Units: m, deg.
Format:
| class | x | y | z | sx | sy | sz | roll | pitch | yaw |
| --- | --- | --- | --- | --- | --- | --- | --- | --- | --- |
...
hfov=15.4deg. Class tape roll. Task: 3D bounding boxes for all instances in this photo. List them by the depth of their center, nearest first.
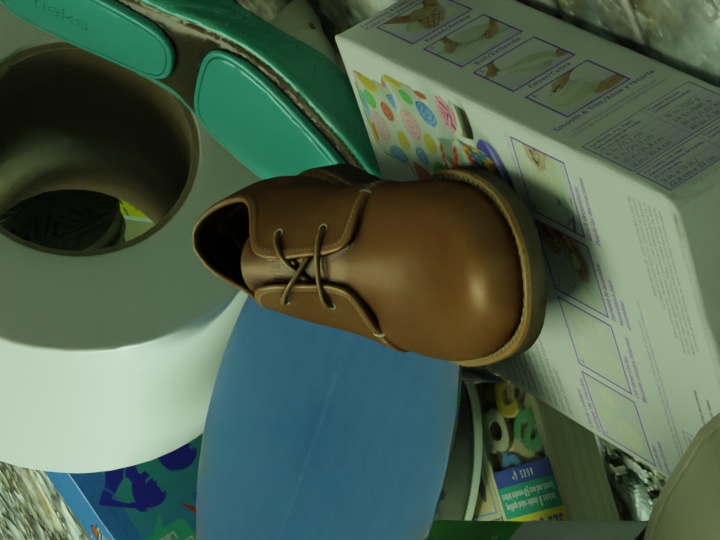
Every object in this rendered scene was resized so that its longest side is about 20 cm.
| class | x | y | z | sx | sy | sz | roll | pitch | yaw |
| --- | --- | --- | --- | --- | --- | --- | --- | --- | --- |
| tape roll | -0.130 | -0.025 | 1.212 | 0.203 | 0.203 | 0.139 | 51 | 160 | 17 |

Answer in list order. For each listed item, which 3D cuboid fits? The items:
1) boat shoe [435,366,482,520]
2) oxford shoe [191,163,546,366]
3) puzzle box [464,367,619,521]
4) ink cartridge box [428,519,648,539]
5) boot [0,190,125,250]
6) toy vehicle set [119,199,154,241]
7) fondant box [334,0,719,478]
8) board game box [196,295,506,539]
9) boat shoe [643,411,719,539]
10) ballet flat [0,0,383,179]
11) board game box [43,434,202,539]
| class | x | y | z | sx | sy | sz | roll | pitch | yaw |
| --- | --- | --- | --- | --- | --- | --- | --- | --- | --- |
| boat shoe | -0.002 | 0.114 | 1.147 | 0.067 | 0.057 | 0.200 | 54 | 141 | 30 |
| oxford shoe | 0.000 | 0.000 | 0.952 | 0.200 | 0.071 | 0.071 | 7 | 104 | 62 |
| puzzle box | 0.043 | 0.116 | 1.157 | 0.200 | 0.025 | 0.133 | -24 | 82 | 56 |
| ink cartridge box | 0.113 | 0.173 | 1.005 | 0.200 | 0.083 | 0.147 | -6 | 118 | 40 |
| boot | -0.132 | 0.054 | 1.440 | 0.182 | 0.073 | 0.200 | -141 | 30 | -73 |
| toy vehicle set | -0.126 | -0.056 | 1.407 | 0.124 | 0.027 | 0.200 | 10 | 130 | 63 |
| fondant box | 0.084 | -0.011 | 0.945 | 0.200 | 0.058 | 0.144 | 30 | 147 | 50 |
| board game box | -0.002 | 0.071 | 1.055 | 0.200 | 0.039 | 0.158 | 35 | 108 | 60 |
| boat shoe | 0.158 | 0.046 | 0.827 | 0.073 | 0.063 | 0.200 | -100 | 30 | -43 |
| ballet flat | -0.058 | -0.097 | 1.111 | 0.200 | 0.070 | 0.067 | 33 | 149 | 7 |
| board game box | -0.050 | 0.113 | 1.299 | 0.200 | 0.152 | 0.045 | 53 | 159 | 10 |
